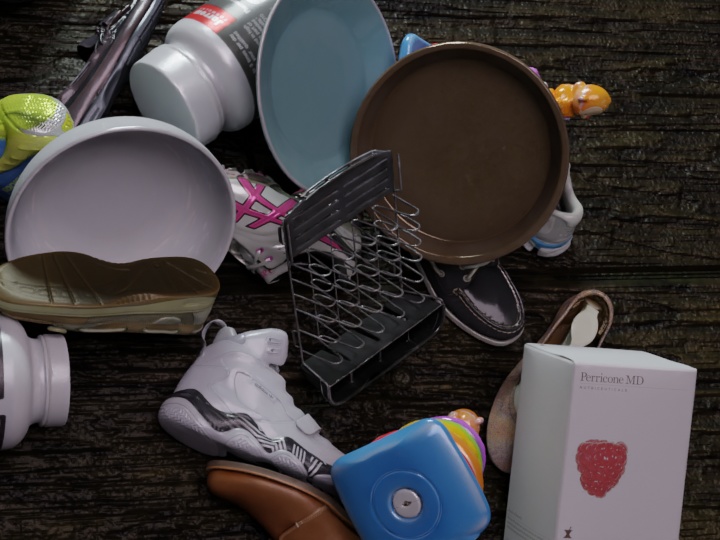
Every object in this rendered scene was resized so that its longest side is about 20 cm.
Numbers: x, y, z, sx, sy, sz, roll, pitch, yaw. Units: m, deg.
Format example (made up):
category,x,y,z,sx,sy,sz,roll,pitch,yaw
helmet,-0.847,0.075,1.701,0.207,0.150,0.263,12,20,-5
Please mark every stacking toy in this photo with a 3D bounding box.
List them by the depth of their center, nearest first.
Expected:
category,x,y,z,sx,sy,sz,roll,pitch,yaw
stacking toy,0.066,0.166,1.581,0.110,0.116,0.200,61,22,-5
stacking toy,0.135,-0.156,1.696,0.198,0.116,0.111,3,87,20

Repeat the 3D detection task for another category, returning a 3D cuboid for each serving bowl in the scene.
category,x,y,z,sx,sy,sz,roll,pitch,yaw
serving bowl,-0.210,-0.051,1.571,0.198,0.201,0.066,-4,35,-19

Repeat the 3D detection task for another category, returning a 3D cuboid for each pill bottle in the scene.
category,x,y,z,sx,sy,sz,roll,pitch,yaw
pill bottle,-0.342,0.093,1.495,0.198,0.112,0.113,0,70,-19
pill bottle,-0.108,-0.201,1.683,0.200,0.114,0.114,-38,85,-27

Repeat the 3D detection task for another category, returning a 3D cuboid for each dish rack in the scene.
category,x,y,z,sx,sy,sz,roll,pitch,yaw
dish rack,0.000,0.000,1.599,0.054,0.201,0.153,26,47,36

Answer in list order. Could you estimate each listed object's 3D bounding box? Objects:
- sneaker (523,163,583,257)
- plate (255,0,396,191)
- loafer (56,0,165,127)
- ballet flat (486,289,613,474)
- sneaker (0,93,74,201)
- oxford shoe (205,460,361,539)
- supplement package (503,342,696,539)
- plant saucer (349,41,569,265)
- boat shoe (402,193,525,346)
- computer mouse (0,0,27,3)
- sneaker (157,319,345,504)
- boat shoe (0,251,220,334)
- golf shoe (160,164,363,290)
category,x,y,z,sx,sy,sz,roll,pitch,yaw
sneaker,0.160,-0.117,1.757,0.075,0.087,0.201,-25,78,-23
plate,-0.035,-0.167,1.642,0.199,0.025,0.202,-6,97,-52
loafer,-0.241,-0.184,1.660,0.063,0.072,0.201,25,67,-3
ballet flat,0.177,0.095,1.690,0.068,0.067,0.201,31,64,-4
sneaker,-0.339,-0.098,1.593,0.198,0.106,0.076,3,45,16
oxford shoe,-0.051,0.226,1.565,0.199,0.071,0.072,30,67,-7
supplement package,0.207,0.173,1.601,0.120,0.120,0.202,4,94,-16
plant saucer,0.090,-0.106,1.653,0.198,0.029,0.202,1,99,7
boat shoe,0.091,-0.021,1.710,0.074,0.060,0.201,-30,81,-26
computer mouse,-0.299,-0.308,1.701,0.138,0.053,0.200,40,52,-2
sneaker,-0.068,0.121,1.595,0.199,0.075,0.116,23,67,-5
boat shoe,-0.217,0.028,1.541,0.199,0.063,0.073,-3,42,-31
golf shoe,-0.092,-0.038,1.650,0.198,0.073,0.093,10,68,-15
